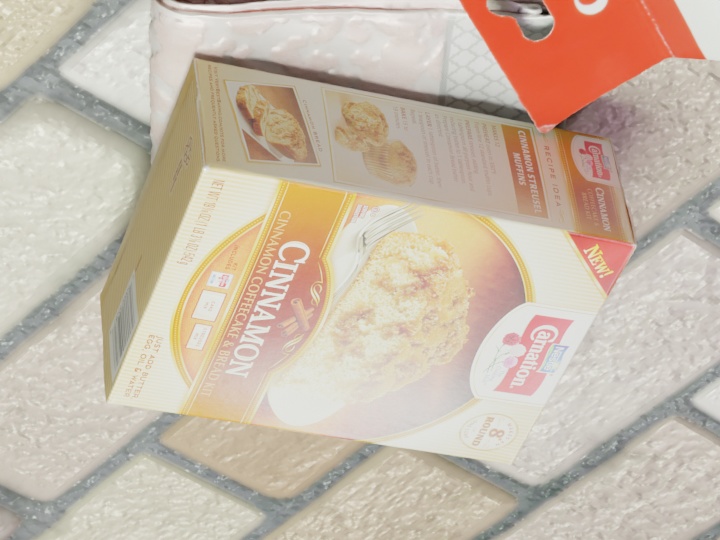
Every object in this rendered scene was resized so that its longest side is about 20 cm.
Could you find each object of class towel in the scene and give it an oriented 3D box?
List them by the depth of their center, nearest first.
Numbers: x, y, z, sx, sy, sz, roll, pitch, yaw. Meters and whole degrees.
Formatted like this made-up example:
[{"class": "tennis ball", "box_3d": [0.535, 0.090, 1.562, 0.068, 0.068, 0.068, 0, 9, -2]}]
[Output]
[{"class": "towel", "box_3d": [-0.001, -0.053, 1.312, 0.190, 0.032, 0.201, -1, 136, -5]}]

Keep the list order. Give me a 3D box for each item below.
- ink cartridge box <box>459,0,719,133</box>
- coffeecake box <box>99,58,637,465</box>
[{"class": "ink cartridge box", "box_3d": [0.137, -0.142, 1.197, 0.199, 0.050, 0.162, -30, 133, 6]}, {"class": "coffeecake box", "box_3d": [0.000, 0.000, 1.292, 0.199, 0.073, 0.154, 9, 133, -18]}]
